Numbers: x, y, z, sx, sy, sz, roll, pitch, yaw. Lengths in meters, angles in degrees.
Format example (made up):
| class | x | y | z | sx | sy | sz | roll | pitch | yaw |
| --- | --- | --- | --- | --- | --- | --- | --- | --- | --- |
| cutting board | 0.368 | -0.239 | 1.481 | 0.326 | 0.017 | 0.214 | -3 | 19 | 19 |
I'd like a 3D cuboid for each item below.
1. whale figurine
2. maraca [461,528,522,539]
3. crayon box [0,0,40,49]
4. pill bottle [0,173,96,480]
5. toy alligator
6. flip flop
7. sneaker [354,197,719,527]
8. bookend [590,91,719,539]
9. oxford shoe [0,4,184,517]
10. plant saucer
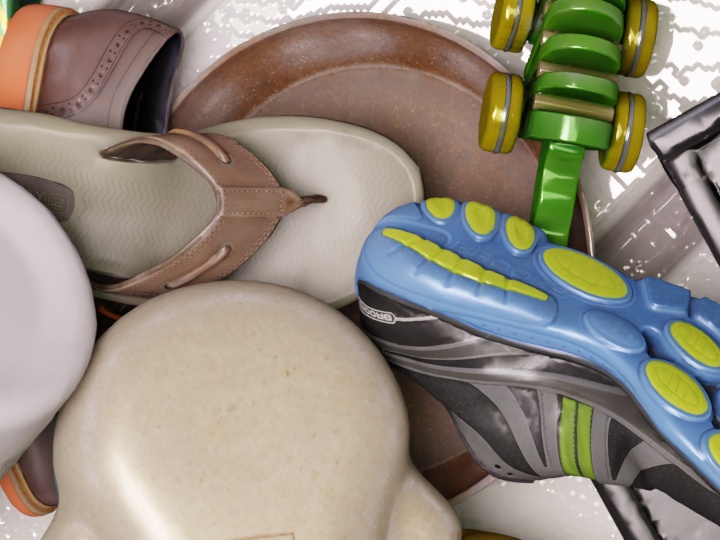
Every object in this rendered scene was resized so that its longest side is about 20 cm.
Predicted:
| class | x | y | z | sx | sy | sz | roll | pitch | yaw |
| --- | --- | --- | --- | --- | --- | --- | --- | --- | --- |
| whale figurine | -0.043 | 0.106 | 1.081 | 0.158 | 0.104 | 0.201 | -8 | 82 | -10 |
| maraca | 0.007 | 0.162 | 1.145 | 0.199 | 0.137 | 0.107 | -13 | 123 | 24 |
| crayon box | -0.195 | -0.068 | 1.200 | 0.125 | 0.052 | 0.201 | 2 | 95 | 9 |
| pill bottle | -0.186 | 0.053 | 1.089 | 0.114 | 0.114 | 0.200 | 47 | 135 | 3 |
| toy alligator | 0.083 | -0.104 | 1.114 | 0.059 | 0.054 | 0.201 | 10 | 70 | -6 |
| flip flop | -0.074 | -0.024 | 1.105 | 0.199 | 0.058 | 0.081 | 7 | 92 | -9 |
| sneaker | 0.086 | 0.045 | 1.081 | 0.199 | 0.071 | 0.083 | 28 | 136 | 13 |
| bookend | 0.150 | 0.018 | 1.131 | 0.198 | 0.092 | 0.200 | -28 | 88 | 10 |
| oxford shoe | -0.106 | -0.003 | 1.154 | 0.072 | 0.071 | 0.201 | 3 | 90 | 20 |
| plant saucer | 0.000 | 0.000 | 1.168 | 0.200 | 0.034 | 0.201 | 0 | 89 | 19 |
